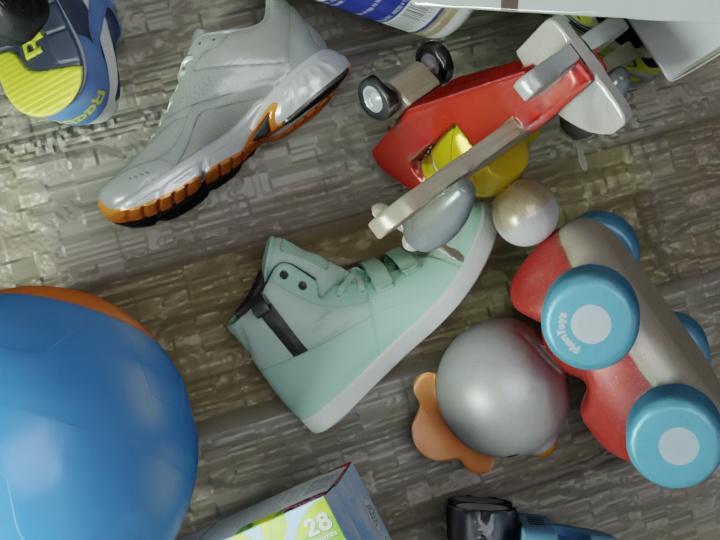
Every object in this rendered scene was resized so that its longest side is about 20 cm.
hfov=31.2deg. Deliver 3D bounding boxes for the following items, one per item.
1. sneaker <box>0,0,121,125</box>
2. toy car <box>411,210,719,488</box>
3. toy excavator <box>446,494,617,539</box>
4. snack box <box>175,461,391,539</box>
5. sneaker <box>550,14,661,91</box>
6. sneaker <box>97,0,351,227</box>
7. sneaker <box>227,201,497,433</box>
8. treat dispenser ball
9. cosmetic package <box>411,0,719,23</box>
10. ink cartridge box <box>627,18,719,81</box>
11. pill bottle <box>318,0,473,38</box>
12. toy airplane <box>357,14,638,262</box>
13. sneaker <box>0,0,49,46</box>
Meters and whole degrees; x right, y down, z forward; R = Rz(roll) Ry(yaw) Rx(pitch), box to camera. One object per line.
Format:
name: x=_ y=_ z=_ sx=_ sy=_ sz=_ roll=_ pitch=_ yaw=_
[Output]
sneaker: x=-0.208 y=-0.186 z=0.861 sx=0.073 sy=0.082 sz=0.203 roll=-18 pitch=74 yaw=20
toy car: x=0.130 y=0.083 z=0.886 sx=0.199 sy=0.184 sz=0.178 roll=-35 pitch=96 yaw=19
toy excavator: x=0.151 y=0.208 z=0.837 sx=0.197 sy=0.194 sz=0.102 roll=3 pitch=86 yaw=4
snack box: x=-0.058 y=0.241 z=0.826 sx=0.198 sy=0.068 sz=0.170 roll=-26 pitch=93 yaw=19
sneaker: x=0.153 y=-0.217 z=0.925 sx=0.200 sy=0.076 sz=0.076 roll=42 pitch=82 yaw=-6
sneaker: x=-0.106 y=-0.111 z=0.879 sx=0.199 sy=0.076 sz=0.092 roll=-38 pitch=87 yaw=-18
sneaker: x=0.000 y=0.000 z=0.884 sx=0.201 sy=0.074 sz=0.118 roll=-46 pitch=102 yaw=-7
treat dispenser ball: x=-0.197 y=0.111 z=0.779 sx=0.198 sy=0.201 sz=0.204 roll=0 pitch=88 yaw=-11
cosmetic package: x=0.133 y=-0.206 z=0.751 sx=0.197 sy=0.081 sz=0.115 roll=7 pitch=107 yaw=24
ink cartridge box: x=0.214 y=-0.226 z=0.872 sx=0.083 sy=0.200 sz=0.146 roll=-33 pitch=96 yaw=27
pill bottle: x=-0.015 y=-0.236 z=0.852 sx=0.197 sy=0.115 sz=0.118 roll=14 pitch=85 yaw=-25
toy airplane: x=0.100 y=-0.084 z=0.830 sx=0.198 sy=0.199 sz=0.143 roll=-22 pitch=105 yaw=9
sneaker: x=-0.270 y=-0.152 z=0.807 sx=0.075 sy=0.200 sz=0.117 roll=14 pitch=109 yaw=-48
